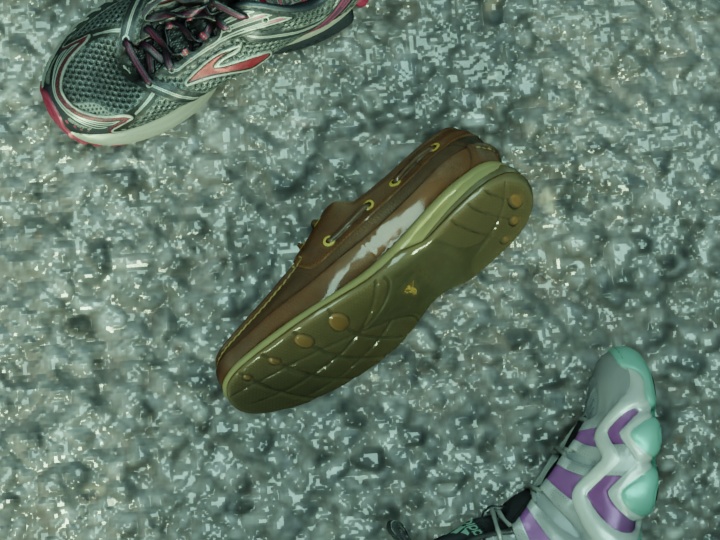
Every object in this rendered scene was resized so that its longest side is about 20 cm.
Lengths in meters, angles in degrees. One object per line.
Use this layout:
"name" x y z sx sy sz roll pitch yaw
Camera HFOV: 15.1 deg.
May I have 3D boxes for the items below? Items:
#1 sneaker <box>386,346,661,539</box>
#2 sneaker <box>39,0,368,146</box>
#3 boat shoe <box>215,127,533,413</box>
"sneaker" 0.084 0.133 1.458 0.139 0.078 0.201 8 78 -2
"sneaker" -0.085 -0.139 1.481 0.199 0.075 0.081 -30 86 -8
"boat shoe" 0.000 0.000 1.480 0.200 0.072 0.068 -39 54 -1
